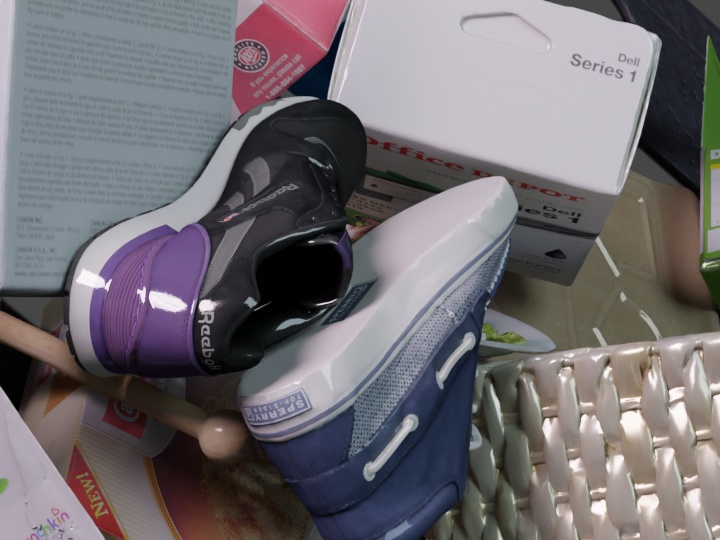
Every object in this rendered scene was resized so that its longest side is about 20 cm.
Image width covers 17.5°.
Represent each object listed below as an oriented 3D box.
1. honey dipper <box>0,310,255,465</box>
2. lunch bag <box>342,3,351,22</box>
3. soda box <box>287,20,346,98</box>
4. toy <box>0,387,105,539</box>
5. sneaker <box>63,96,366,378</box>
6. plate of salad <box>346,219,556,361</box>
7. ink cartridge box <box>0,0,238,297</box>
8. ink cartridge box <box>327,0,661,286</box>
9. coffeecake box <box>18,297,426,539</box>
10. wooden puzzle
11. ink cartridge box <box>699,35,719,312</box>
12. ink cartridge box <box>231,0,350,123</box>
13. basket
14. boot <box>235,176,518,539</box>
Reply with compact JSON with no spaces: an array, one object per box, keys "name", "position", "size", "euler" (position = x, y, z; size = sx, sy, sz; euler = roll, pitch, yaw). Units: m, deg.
[{"name":"honey dipper","position":[-0.122,0.035,0.976],"size":[0.200,0.038,0.038],"euler":[21,27,30]},{"name":"lunch bag","position":[-0.061,-0.218,1.228],"size":[0.200,0.076,0.160],"euler":[24,62,9]},{"name":"soda box","position":[0.045,-0.155,1.250],"size":[0.064,0.200,0.068],"euler":[37,40,-16]},{"name":"toy","position":[-0.178,0.068,0.939],"size":[0.200,0.115,0.047],"euler":[57,23,9]},{"name":"sneaker","position":[-0.031,-0.009,0.966],"size":[0.200,0.087,0.076],"euler":[-46,134,-49]},{"name":"plate of salad","position":[0.000,0.000,1.119],"size":[0.200,0.048,0.200],"euler":[17,6,-2]},{"name":"ink cartridge box","position":[-0.108,-0.089,0.950],"size":[0.162,0.057,0.200],"euler":[1,89,-62]},{"name":"ink cartridge box","position":[0.057,-0.068,1.156],"size":[0.146,0.200,0.084],"euler":[15,78,3]},{"name":"coffeecake box","position":[-0.056,0.101,1.053],"size":[0.200,0.073,0.154],"euler":[30,44,-23]},{"name":"wooden puzzle","position":[0.110,0.003,1.317],"size":[0.200,0.046,0.185],"euler":[19,48,-27]},{"name":"ink cartridge box","position":[0.260,-0.035,1.416],"size":[0.200,0.076,0.148],"euler":[-82,151,-42]},{"name":"ink cartridge box","position":[-0.119,-0.157,1.135],"size":[0.200,0.146,0.085],"euler":[37,47,-17]},{"name":"basket","position":[0.139,0.128,1.053],"size":[0.161,0.198,0.200],"euler":[4,78,-67]},{"name":"boot","position":[0.022,0.041,0.984],"size":[0.200,0.073,0.090],"euler":[-45,115,-47]}]
